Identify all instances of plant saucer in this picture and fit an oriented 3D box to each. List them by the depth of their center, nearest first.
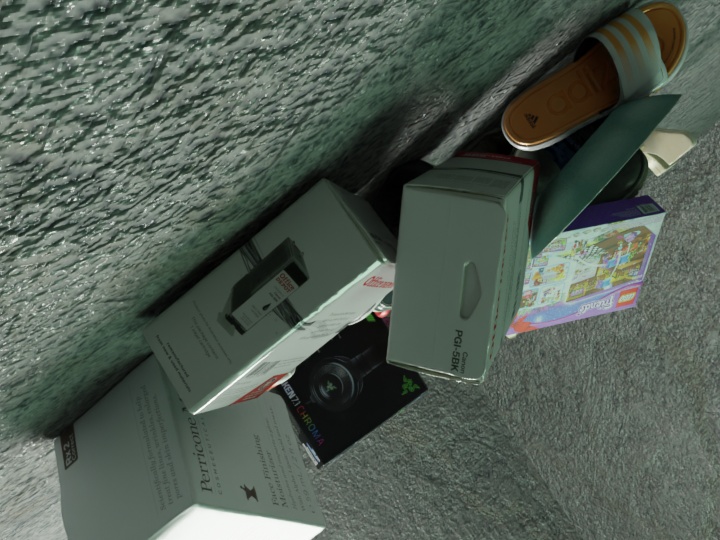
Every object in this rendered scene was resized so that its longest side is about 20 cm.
[{"bbox_3d":[0.217,-0.098,0.788,0.201,0.039,0.201,-48,174,-7],"label":"plant saucer"}]

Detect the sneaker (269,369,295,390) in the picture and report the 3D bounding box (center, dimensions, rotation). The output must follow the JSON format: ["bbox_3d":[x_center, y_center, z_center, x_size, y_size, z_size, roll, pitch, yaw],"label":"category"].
[{"bbox_3d":[-0.157,0.144,1.011,0.081,0.078,0.199,-33,171,32],"label":"sneaker"}]

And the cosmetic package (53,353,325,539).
[{"bbox_3d":[-0.172,0.217,0.842,0.164,0.167,0.199,-38,144,17],"label":"cosmetic package"}]

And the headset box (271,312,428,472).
[{"bbox_3d":[-0.022,0.156,1.203,0.198,0.176,0.093,-31,170,-17],"label":"headset box"}]

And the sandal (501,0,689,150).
[{"bbox_3d":[0.229,-0.185,0.795,0.205,0.080,0.059,-35,172,3],"label":"sandal"}]

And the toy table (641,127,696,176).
[{"bbox_3d":[0.406,-0.181,1.273,0.198,0.118,0.184,-30,169,-31],"label":"toy table"}]

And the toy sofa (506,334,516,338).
[{"bbox_3d":[0.142,-0.008,0.982,0.198,0.083,0.098,29,109,-39],"label":"toy sofa"}]

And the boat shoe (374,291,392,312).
[{"bbox_3d":[0.084,-0.018,1.028,0.199,0.074,0.061,-38,-157,-29],"label":"boat shoe"}]

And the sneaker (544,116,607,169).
[{"bbox_3d":[0.229,-0.141,1.001,0.197,0.078,0.112,-22,158,-25],"label":"sneaker"}]

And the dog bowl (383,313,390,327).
[{"bbox_3d":[0.041,0.095,1.425,0.198,0.074,0.200,-35,169,-8],"label":"dog bowl"}]

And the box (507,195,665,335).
[{"bbox_3d":[0.238,-0.004,0.946,0.196,0.039,0.139,-10,130,-18],"label":"box"}]

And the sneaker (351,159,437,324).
[{"bbox_3d":[0.032,-0.023,0.822,0.201,0.072,0.082,-50,161,25],"label":"sneaker"}]

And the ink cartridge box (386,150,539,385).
[{"bbox_3d":[0.092,-0.013,0.706,0.200,0.081,0.150,-36,134,-67],"label":"ink cartridge box"}]

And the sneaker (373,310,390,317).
[{"bbox_3d":[0.073,0.006,1.105,0.198,0.086,0.077,-27,169,-36],"label":"sneaker"}]

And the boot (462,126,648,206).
[{"bbox_3d":[0.210,-0.110,0.913,0.181,0.073,0.199,-40,136,14],"label":"boot"}]

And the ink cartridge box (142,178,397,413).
[{"bbox_3d":[-0.062,0.024,0.712,0.199,0.084,0.147,-38,169,9],"label":"ink cartridge box"}]
